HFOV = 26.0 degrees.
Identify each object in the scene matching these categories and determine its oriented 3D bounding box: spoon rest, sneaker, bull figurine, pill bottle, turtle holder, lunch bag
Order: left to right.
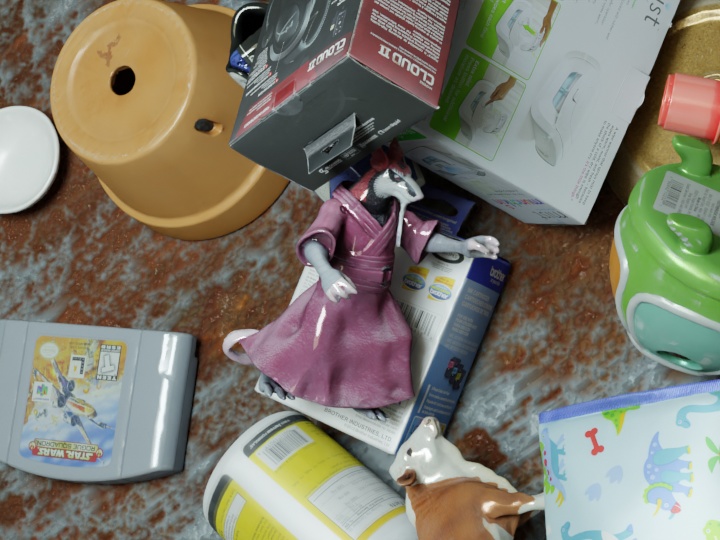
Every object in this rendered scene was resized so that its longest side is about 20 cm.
[{"bbox_3d":[-0.357,-0.087,1.410,0.199,0.061,0.100,-15,73,22],"label":"spoon rest"},{"bbox_3d":[-0.045,-0.127,1.163,0.080,0.115,0.200,-39,67,10],"label":"sneaker"},{"bbox_3d":[-0.015,0.203,1.159,0.200,0.112,0.112,38,96,27],"label":"pill bottle"},{"bbox_3d":[0.087,0.192,1.069,0.121,0.065,0.201,-16,61,15],"label":"bull figurine"},{"bbox_3d":[0.222,0.159,0.965,0.199,0.127,0.171,-18,67,36],"label":"lunch bag"},{"bbox_3d":[0.259,0.004,1.071,0.141,0.185,0.132,-102,23,-46],"label":"turtle holder"}]

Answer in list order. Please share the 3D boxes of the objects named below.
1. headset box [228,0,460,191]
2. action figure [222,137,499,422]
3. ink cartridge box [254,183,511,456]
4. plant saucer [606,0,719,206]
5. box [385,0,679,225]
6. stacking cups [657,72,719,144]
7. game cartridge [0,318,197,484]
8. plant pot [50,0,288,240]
[{"bbox_3d":[-0.006,-0.158,1.046,0.149,0.077,0.201,-30,41,49],"label":"headset box"},{"bbox_3d":[0.000,0.000,1.113,0.149,0.134,0.201,29,111,53],"label":"action figure"},{"bbox_3d":[0.024,0.029,1.197,0.136,0.076,0.201,22,91,28],"label":"ink cartridge box"},{"bbox_3d":[0.263,-0.121,1.141,0.199,0.035,0.201,-5,77,24],"label":"plant saucer"},{"bbox_3d":[0.113,-0.159,1.120,0.097,0.176,0.201,6,71,66],"label":"box"},{"bbox_3d":[0.306,-0.099,1.063,0.199,0.061,0.061,12,84,5],"label":"stacking cups"},{"bbox_3d":[-0.235,0.113,1.325,0.199,0.042,0.134,2,76,25],"label":"game cartridge"},{"bbox_3d":[-0.160,-0.136,1.284,0.199,0.140,0.201,-5,78,24],"label":"plant pot"}]
